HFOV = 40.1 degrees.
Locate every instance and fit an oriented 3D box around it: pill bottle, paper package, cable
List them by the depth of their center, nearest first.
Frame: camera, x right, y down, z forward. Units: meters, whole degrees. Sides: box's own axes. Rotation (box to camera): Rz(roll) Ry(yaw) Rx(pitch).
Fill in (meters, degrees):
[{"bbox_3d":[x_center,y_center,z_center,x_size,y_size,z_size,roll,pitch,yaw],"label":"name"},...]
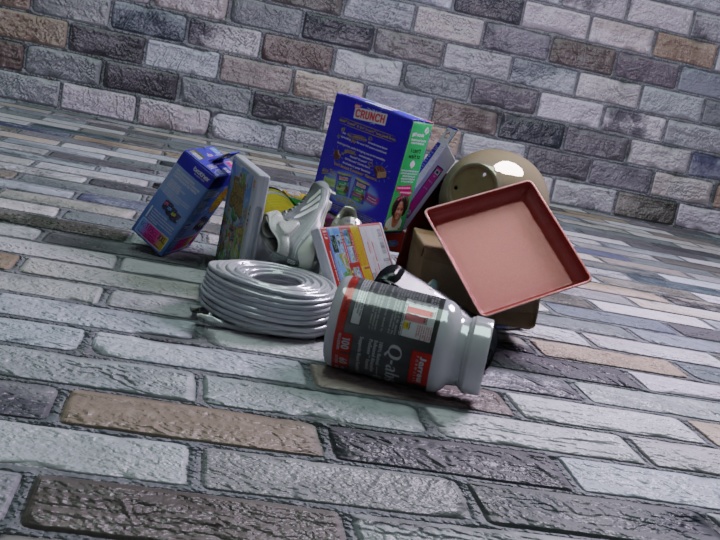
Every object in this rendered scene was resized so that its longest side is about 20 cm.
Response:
[{"bbox_3d":[0.061,0.084,1.221,0.196,0.118,0.116,13,12,8],"label":"pill bottle"},{"bbox_3d":[-0.126,0.035,1.377,0.196,0.071,0.200,12,12,1],"label":"cable"},{"bbox_3d":[0.178,0.011,1.599,0.196,0.105,0.191,10,11,-4],"label":"paper package"},{"bbox_3d":[-0.136,-0.050,1.622,0.110,0.114,0.200,5,27,-28],"label":"pill bottle"}]

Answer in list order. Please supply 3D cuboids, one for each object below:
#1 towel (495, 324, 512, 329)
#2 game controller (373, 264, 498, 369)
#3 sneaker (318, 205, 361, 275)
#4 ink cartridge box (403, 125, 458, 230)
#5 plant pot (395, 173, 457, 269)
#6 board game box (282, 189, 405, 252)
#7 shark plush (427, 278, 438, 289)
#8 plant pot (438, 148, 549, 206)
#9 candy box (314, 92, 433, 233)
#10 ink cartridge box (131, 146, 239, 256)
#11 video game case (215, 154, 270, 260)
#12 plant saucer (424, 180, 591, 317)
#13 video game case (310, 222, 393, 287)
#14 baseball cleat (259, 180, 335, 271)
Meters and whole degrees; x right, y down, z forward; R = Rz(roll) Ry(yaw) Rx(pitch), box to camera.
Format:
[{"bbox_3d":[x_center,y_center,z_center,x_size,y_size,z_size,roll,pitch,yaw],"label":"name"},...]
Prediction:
[{"bbox_3d":[0.168,0.066,1.642,0.198,0.024,0.146,1,15,-41],"label":"towel"},{"bbox_3d":[0.105,0.064,1.384,0.198,0.042,0.104,33,25,2],"label":"game controller"},{"bbox_3d":[-0.034,-0.028,1.606,0.074,0.101,0.202,12,37,-10],"label":"sneaker"},{"bbox_3d":[0.119,-0.169,1.786,0.037,0.201,0.095,33,7,-11],"label":"ink cartridge box"},{"bbox_3d":[0.211,-0.055,1.872,0.197,0.203,0.176,17,-1,28],"label":"plant pot"},{"bbox_3d":[-0.037,-0.090,1.784,0.197,0.041,0.153,9,17,-24],"label":"board game box"},{"bbox_3d":[0.093,0.077,1.424,0.083,0.091,0.200,45,14,9],"label":"shark plush"},{"bbox_3d":[0.216,-0.124,1.709,0.198,0.204,0.134,17,-2,27],"label":"plant pot"},{"bbox_3d":[0.017,-0.188,1.719,0.167,0.203,0.077,24,17,29],"label":"candy box"},{"bbox_3d":[-0.282,-0.132,1.662,0.076,0.201,0.136,37,15,4],"label":"ink cartridge box"},{"bbox_3d":[-0.190,-0.078,1.560,0.022,0.185,0.200,8,12,-20],"label":"video game case"},{"bbox_3d":[0.218,-0.029,1.493,0.197,0.037,0.202,-16,61,-21],"label":"plant saucer"},{"bbox_3d":[0.000,0.000,1.524,0.017,0.146,0.199,-19,-5,29],"label":"video game case"},{"bbox_3d":[-0.098,-0.085,1.521,0.105,0.070,0.202,20,36,-12],"label":"baseball cleat"}]
